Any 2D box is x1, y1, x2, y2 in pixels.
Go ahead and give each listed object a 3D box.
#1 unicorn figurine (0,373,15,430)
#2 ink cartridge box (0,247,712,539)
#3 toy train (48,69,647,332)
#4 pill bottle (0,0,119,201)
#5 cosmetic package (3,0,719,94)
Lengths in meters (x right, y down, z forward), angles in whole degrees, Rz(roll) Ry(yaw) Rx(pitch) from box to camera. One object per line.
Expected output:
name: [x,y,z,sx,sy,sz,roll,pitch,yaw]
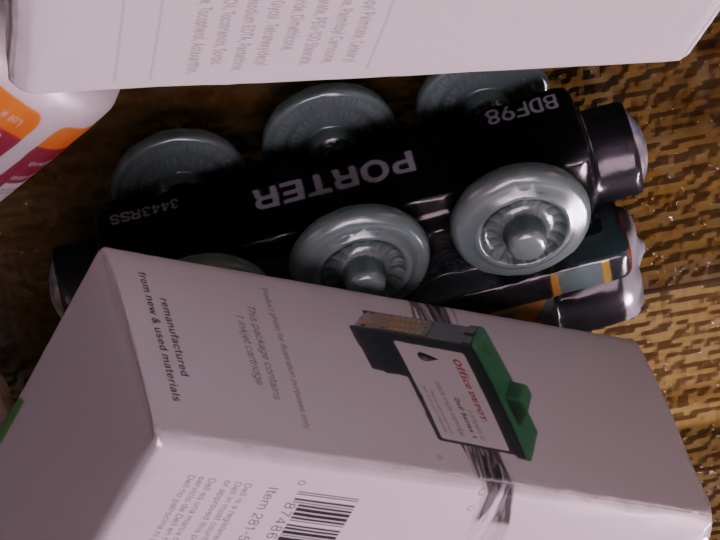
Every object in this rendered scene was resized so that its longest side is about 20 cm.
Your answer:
unicorn figurine: [-0.089,0.104,1.050,0.200,0.074,0.137,38,108,-27]
ink cartridge box: [-0.012,0.084,0.956,0.199,0.085,0.146,10,130,-29]
toy train: [0.000,0.000,0.996,0.199,0.085,0.114,-15,137,-1]
pill bottle: [-0.178,-0.036,0.919,0.200,0.110,0.110,-37,122,16]
cosmetic package: [0.001,-0.152,0.798,0.199,0.168,0.166,-3,166,-8]
